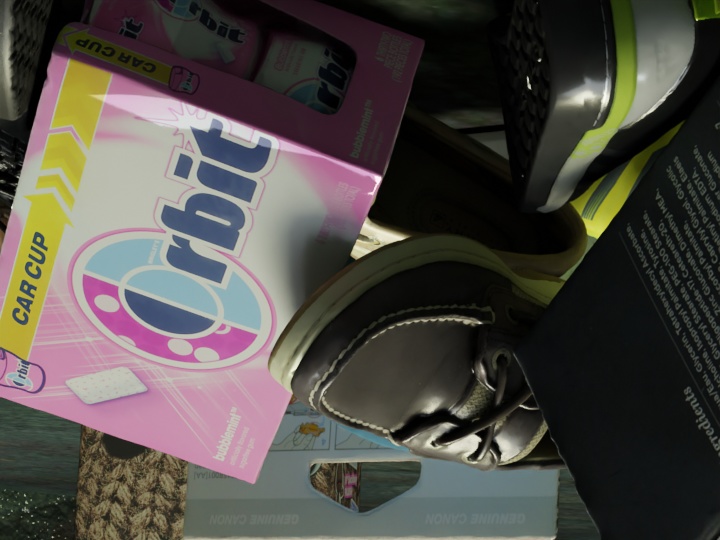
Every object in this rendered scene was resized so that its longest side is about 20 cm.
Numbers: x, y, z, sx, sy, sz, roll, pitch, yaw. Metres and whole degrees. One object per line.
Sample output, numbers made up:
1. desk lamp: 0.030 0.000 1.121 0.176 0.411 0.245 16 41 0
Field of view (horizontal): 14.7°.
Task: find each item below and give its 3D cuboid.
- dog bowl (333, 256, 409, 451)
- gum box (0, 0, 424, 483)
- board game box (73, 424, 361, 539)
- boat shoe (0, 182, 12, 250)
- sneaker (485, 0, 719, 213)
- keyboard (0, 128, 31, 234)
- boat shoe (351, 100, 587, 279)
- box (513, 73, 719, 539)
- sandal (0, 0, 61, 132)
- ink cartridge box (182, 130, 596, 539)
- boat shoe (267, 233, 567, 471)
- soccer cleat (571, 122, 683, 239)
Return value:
1. dog bowl: 0.000 0.000 1.134 0.111 0.050 0.200 -22 -137 -38
2. gum box: -0.060 -0.021 0.965 0.113 0.066 0.200 20 140 -3
3. board game box: -0.085 0.124 1.702 0.158 0.201 0.097 1 169 10
4. boat shoe: -0.169 -0.002 1.268 0.071 0.076 0.200 9 -165 35
5. sneaker: 0.092 -0.063 0.943 0.082 0.072 0.200 -9 177 -4
6. keyboard: -0.130 -0.035 1.061 0.199 0.040 0.104 30 173 -18
7. boat shoe: -0.009 -0.044 1.027 0.199 0.072 0.065 27 155 -15
8. box: 0.193 0.011 0.907 0.199 0.124 0.197 4 134 -35
9. sandal: -0.122 -0.084 0.904 0.045 0.076 0.200 15 172 -5
10. ink cartridge box: 0.016 0.032 1.216 0.199 0.175 0.043 -4 169 34
11. boat shoe: 0.043 0.037 0.977 0.072 0.065 0.200 -49 154 15
12. soccer cleat: 0.144 -0.052 1.051 0.200 0.065 0.084 -5 124 52
